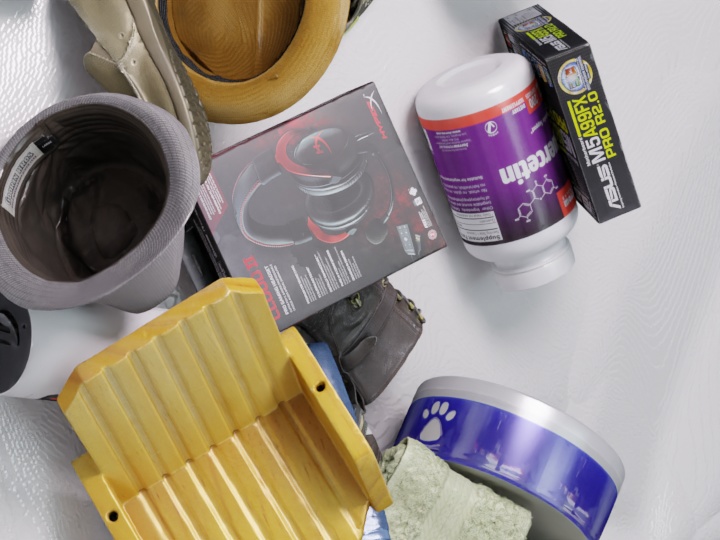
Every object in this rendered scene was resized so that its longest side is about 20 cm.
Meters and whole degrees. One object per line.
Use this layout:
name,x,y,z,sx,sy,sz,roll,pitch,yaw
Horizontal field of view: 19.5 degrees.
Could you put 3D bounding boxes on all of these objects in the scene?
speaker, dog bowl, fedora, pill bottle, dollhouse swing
speaker,-0.195,0.062,1.583,0.199,0.081,0.082,10,82,-46
dog bowl,0.126,0.176,1.830,0.200,0.199,0.079,43,62,-37
fedora,-0.186,-0.034,1.531,0.177,0.200,0.090,-40,141,-5
fedora,-0.094,-0.217,1.666,0.082,0.198,0.203,-22,109,-81
pill bottle,0.130,-0.088,1.903,0.112,0.112,0.201,-38,115,-40
dollhouse swing,-0.101,0.138,1.548,0.199,0.176,0.182,-30,71,-9

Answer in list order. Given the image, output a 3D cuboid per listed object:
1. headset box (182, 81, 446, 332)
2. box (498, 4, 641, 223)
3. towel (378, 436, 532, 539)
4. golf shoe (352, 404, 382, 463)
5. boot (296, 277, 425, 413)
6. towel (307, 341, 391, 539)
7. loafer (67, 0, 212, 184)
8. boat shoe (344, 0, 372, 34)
headset box,-0.053,-0.041,1.680,0.199,0.075,0.150,-26,95,-19
box,0.189,-0.147,1.920,0.044,0.200,0.161,-20,109,-2
towel,0.044,0.255,1.723,0.148,0.036,0.201,31,81,-9
golf shoe,-0.033,0.211,1.753,0.095,0.077,0.201,51,57,-33
boot,0.000,0.000,1.805,0.174,0.069,0.201,43,70,-37
towel,-0.048,0.160,1.687,0.111,0.049,0.201,-7,62,-21
loafer,-0.171,-0.152,1.603,0.076,0.067,0.202,28,40,-81
boat shoe,-0.024,-0.234,1.782,0.202,0.060,0.073,-41,118,-39
